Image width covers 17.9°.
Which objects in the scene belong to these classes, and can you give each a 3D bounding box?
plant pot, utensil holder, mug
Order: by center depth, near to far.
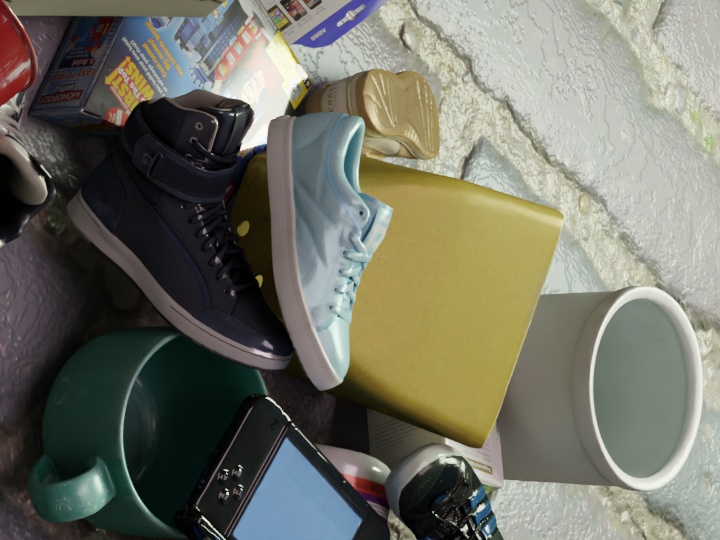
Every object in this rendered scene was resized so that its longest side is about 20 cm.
[{"bbox_3d":[-0.166,0.114,1.646,0.185,0.114,0.153,17,76,-46],"label":"mug"},{"bbox_3d":[0.000,0.000,1.757,0.200,0.194,0.196,23,86,-43],"label":"plant pot"},{"bbox_3d":[0.166,0.101,1.958,0.170,0.199,0.171,3,86,-47],"label":"utensil holder"}]

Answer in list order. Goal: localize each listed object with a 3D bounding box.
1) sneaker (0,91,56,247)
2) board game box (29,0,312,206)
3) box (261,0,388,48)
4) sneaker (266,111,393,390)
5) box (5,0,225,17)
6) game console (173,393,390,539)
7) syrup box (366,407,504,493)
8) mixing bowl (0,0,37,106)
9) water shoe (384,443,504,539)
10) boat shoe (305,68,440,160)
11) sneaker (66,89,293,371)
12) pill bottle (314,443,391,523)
[{"bbox_3d":[-0.245,-0.089,1.555,0.080,0.129,0.200,47,55,-37],"label":"sneaker"},{"bbox_3d":[-0.150,-0.147,1.717,0.200,0.062,0.200,-56,128,-32],"label":"board game box"},{"bbox_3d":[-0.058,-0.266,1.790,0.200,0.119,0.042,48,12,-38],"label":"box"},{"bbox_3d":[-0.017,-0.018,1.611,0.074,0.082,0.201,21,61,-73],"label":"sneaker"},{"bbox_3d":[-0.192,-0.225,1.611,0.199,0.068,0.083,-4,80,-27],"label":"box"},{"bbox_3d":[-0.028,0.213,1.627,0.200,0.118,0.171,51,58,-39],"label":"game console"},{"bbox_3d":[0.057,0.090,1.886,0.081,0.079,0.201,23,54,-46],"label":"syrup box"},{"bbox_3d":[-0.316,-0.142,1.441,0.109,0.200,0.200,-55,127,-21],"label":"mixing bowl"},{"bbox_3d":[0.085,0.207,1.790,0.071,0.079,0.200,-40,140,-6],"label":"water shoe"},{"bbox_3d":[0.011,-0.129,1.894,0.200,0.069,0.074,16,68,-68],"label":"boat shoe"},{"bbox_3d":[-0.100,-0.037,1.610,0.202,0.146,0.077,41,21,12],"label":"sneaker"},{"bbox_3d":[-0.043,0.240,1.781,0.112,0.112,0.201,25,70,-45],"label":"pill bottle"}]
